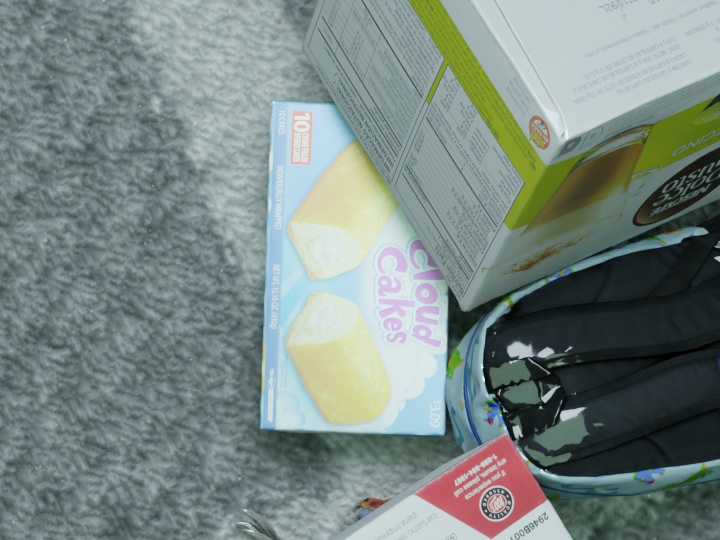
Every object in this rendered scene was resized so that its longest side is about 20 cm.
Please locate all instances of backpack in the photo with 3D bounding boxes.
[{"bbox_3d":[0.151,0.066,1.403,0.199,0.154,0.164,-14,84,-31],"label":"backpack"}]

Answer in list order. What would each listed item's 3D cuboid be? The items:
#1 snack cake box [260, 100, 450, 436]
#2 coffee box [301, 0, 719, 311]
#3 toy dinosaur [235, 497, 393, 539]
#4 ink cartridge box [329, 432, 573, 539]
[{"bbox_3d":[0.000,0.000,1.445,0.114,0.067,0.202,1,87,2],"label":"snack cake box"},{"bbox_3d":[0.113,-0.133,1.336,0.199,0.198,0.201,-23,69,-25],"label":"coffee box"},{"bbox_3d":[-0.042,0.215,1.447,0.180,0.105,0.201,-13,127,-15],"label":"toy dinosaur"},{"bbox_3d":[0.067,0.218,1.322,0.144,0.084,0.201,-30,88,-30],"label":"ink cartridge box"}]
